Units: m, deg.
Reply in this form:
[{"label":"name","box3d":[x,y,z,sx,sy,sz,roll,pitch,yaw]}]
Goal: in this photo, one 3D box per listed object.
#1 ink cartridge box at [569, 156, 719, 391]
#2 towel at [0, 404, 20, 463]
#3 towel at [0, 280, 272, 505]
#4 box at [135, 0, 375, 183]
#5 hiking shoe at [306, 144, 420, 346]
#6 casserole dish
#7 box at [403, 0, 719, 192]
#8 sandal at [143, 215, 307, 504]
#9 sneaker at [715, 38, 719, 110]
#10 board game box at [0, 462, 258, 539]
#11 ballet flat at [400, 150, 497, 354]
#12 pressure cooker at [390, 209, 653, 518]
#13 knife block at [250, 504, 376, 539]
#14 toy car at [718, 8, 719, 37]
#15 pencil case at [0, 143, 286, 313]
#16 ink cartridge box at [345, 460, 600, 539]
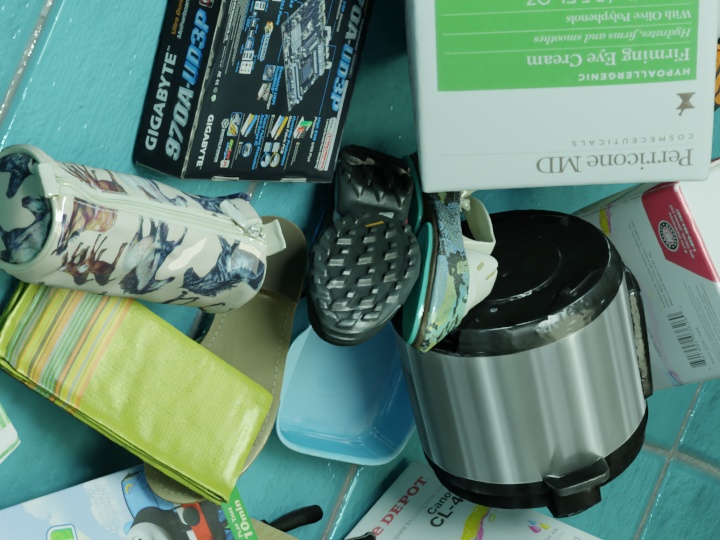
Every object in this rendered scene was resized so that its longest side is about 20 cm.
[{"label":"ink cartridge box","box3d":[0.235,0.004,1.772,0.086,0.200,0.148,-26,94,-25]},{"label":"towel","box3d":[-0.284,0.085,1.414,0.153,0.023,0.200,-48,141,-26]},{"label":"towel","box3d":[-0.142,0.066,1.525,0.200,0.018,0.086,36,69,-30]},{"label":"box","box3d":[-0.059,-0.157,1.566,0.159,0.046,0.200,-3,110,-54]},{"label":"hiking shoe","box3d":[0.000,0.000,1.632,0.200,0.074,0.087,-76,-178,-55]},{"label":"casserole dish","box3d":[-0.012,0.076,1.763,0.200,0.039,0.121,18,93,-56]},{"label":"box","box3d":[0.129,-0.175,1.610,0.200,0.199,0.171,-91,178,-54]},{"label":"sandal","box3d":[-0.088,0.069,1.632,0.070,0.078,0.212,115,-5,-70]},{"label":"sneaker","box3d":[0.255,-0.180,1.966,0.112,0.078,0.200,-54,154,-26]},{"label":"board game box","box3d":[-0.146,0.207,1.567,0.200,0.037,0.151,-16,80,-44]},{"label":"ballet flat","box3d":[0.063,-0.014,1.666,0.200,0.074,0.074,-92,170,-49]},{"label":"pressure cooker","box3d":[0.118,0.076,1.749,0.176,0.179,0.200,-51,137,-47]},{"label":"knife block","box3d":[-0.086,0.221,1.734,0.200,0.176,0.064,5,108,-8]},{"label":"toy car","box3d":[0.178,-0.170,1.809,0.150,0.175,0.200,-88,-177,-73]},{"label":"pencil case","box3d":[-0.143,-0.025,1.473,0.089,0.078,0.200,-37,149,30]},{"label":"ink cartridge box","box3d":[0.084,0.249,1.828,0.148,0.200,0.086,-46,140,-29]}]
